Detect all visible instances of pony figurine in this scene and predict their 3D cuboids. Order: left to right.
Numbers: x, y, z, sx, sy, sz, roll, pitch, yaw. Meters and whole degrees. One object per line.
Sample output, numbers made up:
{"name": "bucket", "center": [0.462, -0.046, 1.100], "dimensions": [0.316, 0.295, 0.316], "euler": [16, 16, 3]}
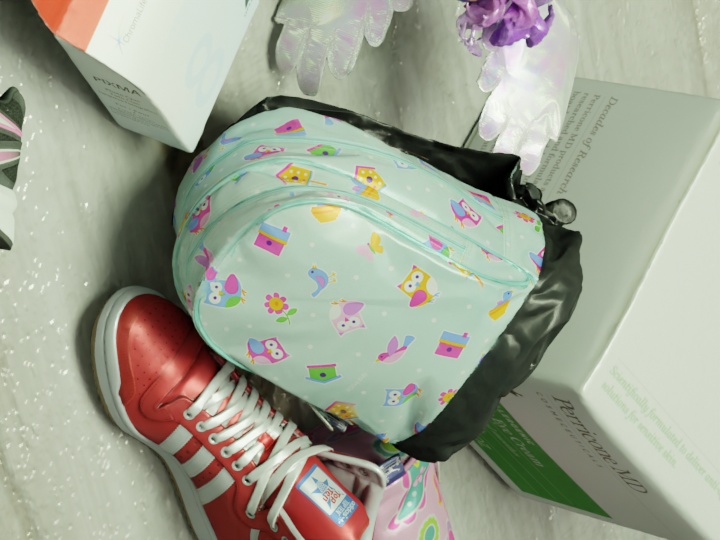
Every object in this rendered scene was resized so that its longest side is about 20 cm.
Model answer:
{"name": "pony figurine", "center": [0.065, -0.172, 1.496], "dimensions": [0.166, 0.200, 0.193], "euler": [25, 71, -6]}

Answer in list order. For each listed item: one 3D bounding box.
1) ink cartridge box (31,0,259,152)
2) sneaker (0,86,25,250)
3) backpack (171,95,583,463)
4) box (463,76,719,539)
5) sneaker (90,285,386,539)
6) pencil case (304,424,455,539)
{"name": "ink cartridge box", "center": [-0.089, -0.164, 1.364], "dimensions": [0.200, 0.047, 0.160], "euler": [63, 49, -72]}
{"name": "sneaker", "center": [-0.225, -0.084, 1.288], "dimensions": [0.200, 0.080, 0.086], "euler": [40, 58, -53]}
{"name": "backpack", "center": [0.000, 0.000, 1.456], "dimensions": [0.200, 0.127, 0.167], "euler": [29, 109, -20]}
{"name": "box", "center": [0.151, 0.023, 1.640], "dimensions": [0.199, 0.171, 0.200], "euler": [47, 65, -42]}
{"name": "sneaker", "center": [-0.058, 0.091, 1.471], "dimensions": [0.071, 0.112, 0.200], "euler": [-51, 132, -27]}
{"name": "pencil case", "center": [0.025, 0.168, 1.600], "dimensions": [0.087, 0.087, 0.200], "euler": [-42, 128, -33]}
